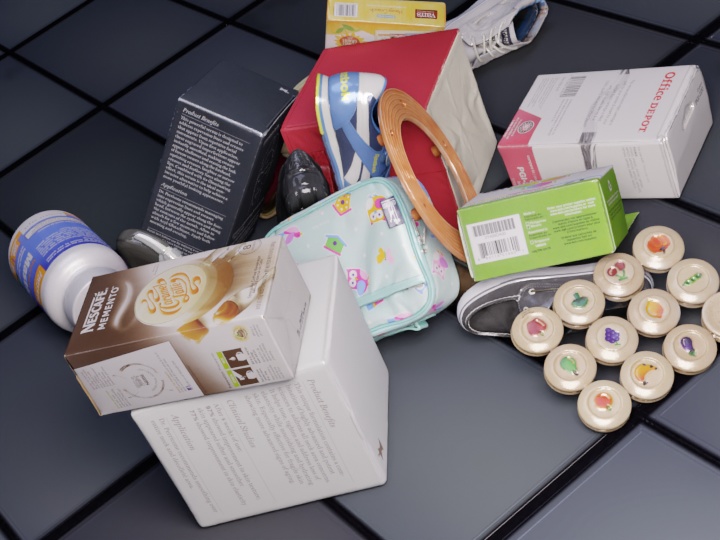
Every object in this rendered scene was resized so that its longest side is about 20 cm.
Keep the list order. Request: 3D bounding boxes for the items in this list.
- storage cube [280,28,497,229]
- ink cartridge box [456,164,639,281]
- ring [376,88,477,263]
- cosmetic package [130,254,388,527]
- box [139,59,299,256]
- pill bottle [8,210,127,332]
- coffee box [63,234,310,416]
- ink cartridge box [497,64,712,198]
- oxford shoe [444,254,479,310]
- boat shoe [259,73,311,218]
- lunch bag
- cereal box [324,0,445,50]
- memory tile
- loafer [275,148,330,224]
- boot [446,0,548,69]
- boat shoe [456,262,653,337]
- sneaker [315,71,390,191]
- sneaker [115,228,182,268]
[{"bbox_3d":[0.038,-0.154,1.722,0.178,0.172,0.201,-5,38,24],"label":"storage cube"},{"bbox_3d":[0.196,-0.059,1.509,0.147,0.076,0.200,-12,9,20],"label":"ink cartridge box"},{"bbox_3d":[0.072,-0.095,1.514,0.019,0.201,0.201,-29,31,22],"label":"ring"},{"bbox_3d":[-0.091,0.118,1.438,0.199,0.168,0.167,-15,36,13],"label":"cosmetic package"},{"bbox_3d":[-0.164,-0.116,1.702,0.106,0.201,0.149,24,28,4],"label":"box"},{"bbox_3d":[-0.346,0.009,1.793,0.112,0.113,0.200,-35,35,-15],"label":"pill bottle"},{"bbox_3d":[-0.156,0.051,1.348,0.199,0.080,0.115,-13,37,17],"label":"coffee box"},{"bbox_3d":[0.276,-0.153,1.649,0.199,0.085,0.146,0,41,34],"label":"ink cartridge box"},{"bbox_3d":[0.085,0.018,1.567,0.199,0.073,0.085,18,82,36],"label":"oxford shoe"},{"bbox_3d":[-0.079,-0.150,1.828,0.201,0.074,0.066,-58,38,19],"label":"boat shoe"},{"bbox_3d":[0.000,0.000,1.533,0.199,0.162,0.077,-24,-10,32],"label":"lunch bag"},{"bbox_3d":[0.026,-0.262,1.822,0.143,0.200,0.040,3,65,-3],"label":"cereal box"},{"bbox_3d":[0.257,0.052,1.392,0.199,0.017,0.153,-33,60,-11],"label":"memory tile"},{"bbox_3d":[-0.061,-0.067,1.655,0.068,0.201,0.071,-10,66,-6],"label":"loafer"},{"bbox_3d":[0.162,-0.305,1.931,0.095,0.074,0.200,6,43,47],"label":"boot"},{"bbox_3d":[0.192,0.041,1.462,0.198,0.070,0.066,-7,36,11],"label":"boat shoe"},{"bbox_3d":[0.009,-0.127,1.582,0.082,0.201,0.074,-12,41,6],"label":"sneaker"},{"bbox_3d":[-0.207,0.053,1.595,0.116,0.200,0.075,-52,8,-22],"label":"sneaker"}]
